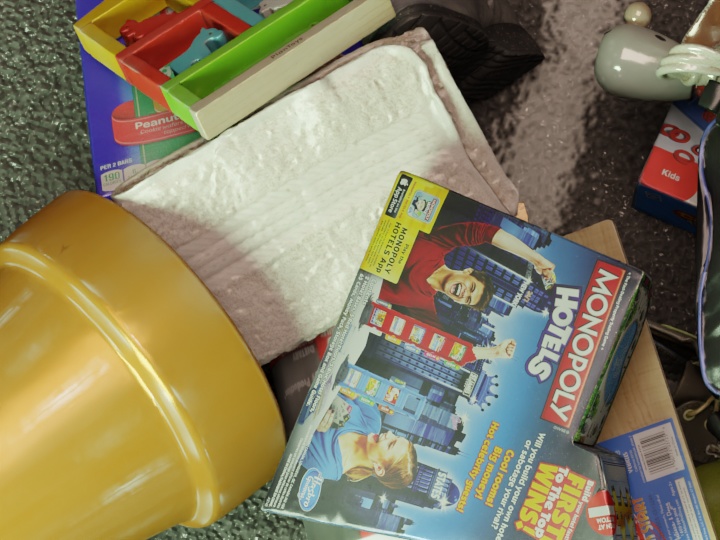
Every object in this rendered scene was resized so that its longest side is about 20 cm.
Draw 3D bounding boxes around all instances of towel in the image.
[{"bbox_3d":[-0.021,-0.036,1.609,0.199,0.034,0.133,-29,106,6],"label":"towel"}]

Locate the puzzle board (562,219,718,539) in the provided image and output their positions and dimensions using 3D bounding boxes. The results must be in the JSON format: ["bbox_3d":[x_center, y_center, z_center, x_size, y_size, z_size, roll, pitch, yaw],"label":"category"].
[{"bbox_3d":[0.100,0.091,1.593,0.150,0.017,0.201,-21,74,14],"label":"puzzle board"}]

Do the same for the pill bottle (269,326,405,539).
[{"bbox_3d":[0.020,0.120,1.672,0.113,0.114,0.201,-13,74,-1],"label":"pill bottle"}]

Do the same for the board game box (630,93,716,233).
[{"bbox_3d":[0.292,-0.093,1.749,0.199,0.056,0.197,22,77,8],"label":"board game box"}]

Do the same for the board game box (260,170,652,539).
[{"bbox_3d":[0.077,0.077,1.557,0.199,0.062,0.201,24,93,19],"label":"board game box"}]

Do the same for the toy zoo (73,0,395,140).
[{"bbox_3d":[-0.081,-0.147,1.666,0.131,0.021,0.200,-34,34,-14],"label":"toy zoo"}]

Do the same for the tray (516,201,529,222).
[{"bbox_3d":[0.000,0.000,1.711,0.199,0.099,0.037,-13,85,-1],"label":"tray"}]

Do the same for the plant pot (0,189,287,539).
[{"bbox_3d":[-0.173,0.089,1.617,0.183,0.200,0.200,-39,76,-23],"label":"plant pot"}]

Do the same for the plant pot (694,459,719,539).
[{"bbox_3d":[0.226,0.183,1.619,0.192,0.200,0.202,-4,74,13],"label":"plant pot"}]

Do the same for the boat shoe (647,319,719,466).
[{"bbox_3d":[0.184,0.072,1.706,0.201,0.060,0.072,22,77,8],"label":"boat shoe"}]

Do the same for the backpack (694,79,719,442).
[{"bbox_3d":[0.285,-0.003,1.620,0.189,0.154,0.201,0,89,14],"label":"backpack"}]

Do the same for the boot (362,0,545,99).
[{"bbox_3d":[0.028,-0.172,1.720,0.070,0.200,0.132,-32,77,16],"label":"boot"}]

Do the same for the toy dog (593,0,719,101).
[{"bbox_3d":[0.243,-0.140,1.675,0.199,0.132,0.097,8,82,-17],"label":"toy dog"}]

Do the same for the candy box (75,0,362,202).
[{"bbox_3d":[-0.074,-0.099,1.712,0.168,0.077,0.201,-12,42,0],"label":"candy box"}]
